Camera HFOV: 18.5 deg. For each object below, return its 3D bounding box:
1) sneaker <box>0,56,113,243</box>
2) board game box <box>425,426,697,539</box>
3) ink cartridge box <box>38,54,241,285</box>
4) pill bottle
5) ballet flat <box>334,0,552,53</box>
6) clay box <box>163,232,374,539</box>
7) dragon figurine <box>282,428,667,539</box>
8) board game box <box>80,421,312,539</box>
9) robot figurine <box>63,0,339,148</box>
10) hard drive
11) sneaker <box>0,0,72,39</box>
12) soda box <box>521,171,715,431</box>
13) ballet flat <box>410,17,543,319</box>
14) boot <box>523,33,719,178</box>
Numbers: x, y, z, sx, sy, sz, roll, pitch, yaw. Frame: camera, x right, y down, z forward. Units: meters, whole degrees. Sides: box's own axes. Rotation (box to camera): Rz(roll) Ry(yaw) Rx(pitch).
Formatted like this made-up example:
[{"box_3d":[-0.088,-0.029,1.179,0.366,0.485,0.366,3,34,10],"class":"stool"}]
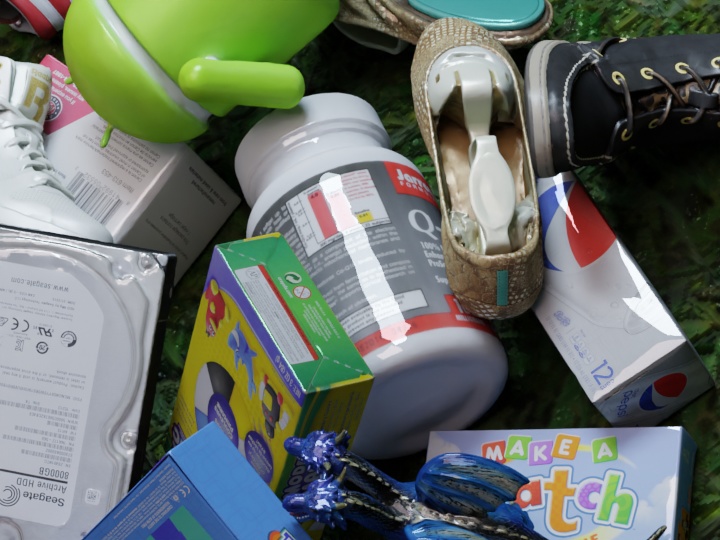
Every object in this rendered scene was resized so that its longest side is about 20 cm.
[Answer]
[{"box_3d":[-0.212,-0.074,1.351,0.200,0.074,0.116,22,80,32],"class":"sneaker"},{"box_3d":[0.100,0.184,1.201,0.151,0.037,0.200,-3,64,24],"class":"board game box"},{"box_3d":[-0.199,-0.015,1.412,0.145,0.084,0.200,33,82,34],"class":"ink cartridge box"},{"box_3d":[0.000,0.000,1.290,0.116,0.116,0.200,-30,57,10],"class":"pill bottle"},{"box_3d":[0.037,-0.162,1.378,0.200,0.065,0.071,26,49,34],"class":"ballet flat"},{"box_3d":[-0.058,0.090,1.239,0.048,0.200,0.115,-11,50,-29],"class":"clay box"},{"box_3d":[0.055,0.131,1.148,0.200,0.099,0.059,11,71,11],"class":"dragon figurine"},{"box_3d":[-0.065,0.201,1.172,0.200,0.045,0.152,51,129,5],"class":"board game box"},{"box_3d":[-0.094,-0.159,1.324,0.200,0.116,0.175,-40,40,8],"class":"robot figurine"},{"box_3d":[-0.190,0.077,1.264,0.140,0.038,0.200,11,93,6],"class":"hard drive"},{"box_3d":[-0.239,-0.246,1.552,0.112,0.071,0.200,-37,58,1],"class":"sneaker"},{"box_3d":[0.121,-0.003,1.263,0.063,0.068,0.200,-34,56,7],"class":"soda box"},{"box_3d":[0.070,-0.071,1.236,0.070,0.065,0.200,-9,62,-5],"class":"ballet flat"},{"box_3d":[0.178,-0.096,1.224,0.151,0.200,0.073,-1,99,19],"class":"boot"}]
